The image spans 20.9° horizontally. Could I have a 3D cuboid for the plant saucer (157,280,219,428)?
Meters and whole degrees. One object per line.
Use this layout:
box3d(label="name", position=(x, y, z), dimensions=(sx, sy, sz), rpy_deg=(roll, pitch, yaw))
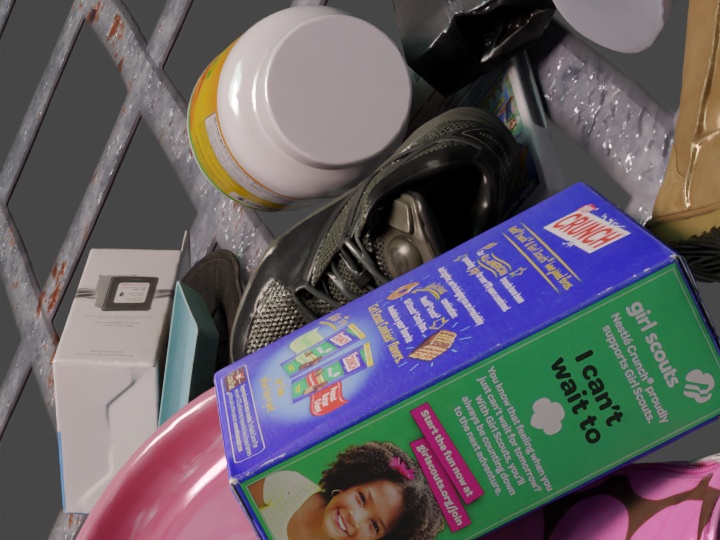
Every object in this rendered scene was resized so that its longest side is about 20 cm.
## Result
box3d(label="plant saucer", position=(-0.109, 0.110, 1.176), dimensions=(0.070, 0.019, 0.200), rpy_deg=(-123, 37, -61))

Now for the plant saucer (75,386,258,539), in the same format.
box3d(label="plant saucer", position=(-0.072, 0.142, 1.001), dimensions=(0.200, 0.051, 0.201), rpy_deg=(-32, 32, 23))

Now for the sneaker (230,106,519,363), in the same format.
box3d(label="sneaker", position=(0.000, 0.000, 1.023), dimensions=(0.199, 0.076, 0.114), rpy_deg=(-40, 7, 15))

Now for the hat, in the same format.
box3d(label="hat", position=(-0.060, 0.078, 1.189), dimensions=(0.201, 0.081, 0.201), rpy_deg=(-179, 90, -73))

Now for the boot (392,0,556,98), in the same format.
box3d(label="boot", position=(0.074, -0.217, 1.118), dimensions=(0.165, 0.066, 0.200), rpy_deg=(-47, 34, 30))

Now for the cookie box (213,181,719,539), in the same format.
box3d(label="cookie box", position=(0.043, 0.050, 0.845), dimensions=(0.200, 0.075, 0.171), rpy_deg=(-28, 14, 0))

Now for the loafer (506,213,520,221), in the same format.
box3d(label="loafer", position=(0.087, 0.058, 0.952), dimensions=(0.063, 0.072, 0.200), rpy_deg=(-21, 54, 52))

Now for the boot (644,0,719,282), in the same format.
box3d(label="boot", position=(0.189, -0.103, 0.855), dimensions=(0.175, 0.066, 0.200), rpy_deg=(-9, 66, 60))

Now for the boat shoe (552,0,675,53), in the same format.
box3d(label="boat shoe", position=(0.131, -0.180, 0.942), dimensions=(0.066, 0.070, 0.200), rpy_deg=(-55, -22, -18))

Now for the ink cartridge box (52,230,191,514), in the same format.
box3d(label="ink cartridge box", position=(-0.154, 0.062, 1.301), dimensions=(0.200, 0.067, 0.116), rpy_deg=(-87, -2, -64))

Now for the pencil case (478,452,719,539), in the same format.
box3d(label="pencil case", position=(0.101, 0.119, 0.820), dimensions=(0.200, 0.091, 0.094), rpy_deg=(-8, 90, 49))

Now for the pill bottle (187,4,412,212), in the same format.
box3d(label="pill bottle", position=(-0.034, -0.094, 1.138), dimensions=(0.200, 0.111, 0.111), rpy_deg=(173, 112, -77))

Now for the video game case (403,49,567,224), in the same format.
box3d(label="video game case", position=(0.056, -0.068, 1.136), dimensions=(0.143, 0.018, 0.200), rpy_deg=(-51, 34, 35))
